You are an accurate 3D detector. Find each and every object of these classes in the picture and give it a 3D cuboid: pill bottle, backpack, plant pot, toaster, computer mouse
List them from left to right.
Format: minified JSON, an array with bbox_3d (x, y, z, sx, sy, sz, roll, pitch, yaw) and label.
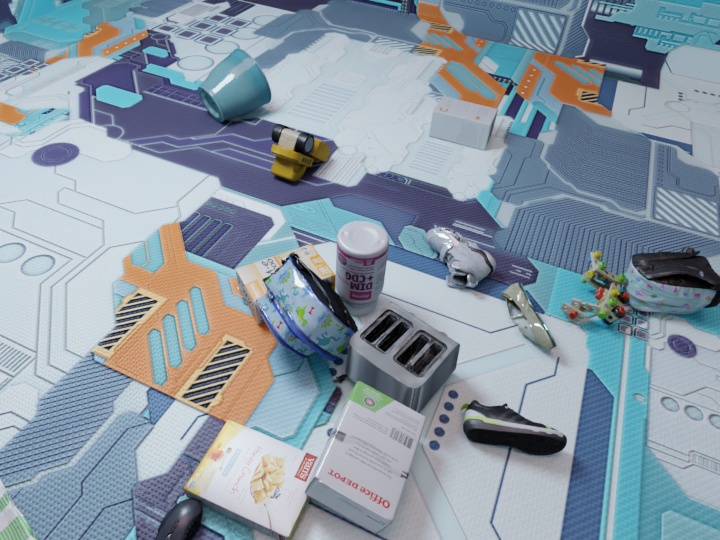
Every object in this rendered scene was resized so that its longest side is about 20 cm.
[{"bbox_3d":[-0.316,0.445,0.828,0.058,0.034,0.200,21,49,13],"label":"computer mouse"},{"bbox_3d":[-0.437,-0.610,1.810,0.188,0.201,0.200,-41,58,-20],"label":"plant pot"},{"bbox_3d":[-0.106,0.094,1.106,0.147,0.183,0.200,-45,50,2],"label":"backpack"},{"bbox_3d":[0.000,0.000,1.199,0.112,0.201,0.114,2,43,-2],"label":"pill bottle"},{"bbox_3d":[0.077,0.180,1.079,0.180,0.119,0.200,31,50,26],"label":"toaster"},{"bbox_3d":[0.741,0.029,1.288,0.198,0.127,0.167,1,32,-2],"label":"backpack"}]

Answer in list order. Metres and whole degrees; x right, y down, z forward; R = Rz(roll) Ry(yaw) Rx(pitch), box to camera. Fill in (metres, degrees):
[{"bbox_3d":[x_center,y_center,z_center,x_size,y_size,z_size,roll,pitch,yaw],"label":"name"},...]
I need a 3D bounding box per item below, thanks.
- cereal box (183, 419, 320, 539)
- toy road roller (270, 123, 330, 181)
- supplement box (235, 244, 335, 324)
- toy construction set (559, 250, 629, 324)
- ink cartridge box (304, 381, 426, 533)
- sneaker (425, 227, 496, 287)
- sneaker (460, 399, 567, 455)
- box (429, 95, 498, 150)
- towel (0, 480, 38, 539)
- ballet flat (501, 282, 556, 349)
[{"bbox_3d":[-0.179,0.359,0.927,0.199,0.040,0.144,17,46,13],"label":"cereal box"},{"bbox_3d":[-0.195,-0.345,1.622,0.122,0.147,0.200,23,9,19],"label":"toy road roller"},{"bbox_3d":[-0.173,0.027,1.248,0.199,0.074,0.126,-21,49,-24],"label":"supplement box"},{"bbox_3d":[0.563,0.054,1.269,0.131,0.092,0.200,43,60,3],"label":"toy construction set"},{"bbox_3d":[0.012,0.320,0.929,0.145,0.084,0.200,29,47,1],"label":"ink cartridge box"},{"bbox_3d":[0.231,-0.031,1.340,0.199,0.075,0.115,32,47,22],"label":"sneaker"},{"bbox_3d":[0.291,0.288,1.019,0.198,0.072,0.083,11,43,6],"label":"sneaker"},{"bbox_3d":[0.350,-0.504,1.826,0.199,0.098,0.125,19,46,13],"label":"box"},{"bbox_3d":[-0.615,0.421,0.839,0.199,0.023,0.152,33,51,26],"label":"towel"},{"bbox_3d":[0.380,0.113,1.229,0.062,0.068,0.201,-25,41,9],"label":"ballet flat"}]
